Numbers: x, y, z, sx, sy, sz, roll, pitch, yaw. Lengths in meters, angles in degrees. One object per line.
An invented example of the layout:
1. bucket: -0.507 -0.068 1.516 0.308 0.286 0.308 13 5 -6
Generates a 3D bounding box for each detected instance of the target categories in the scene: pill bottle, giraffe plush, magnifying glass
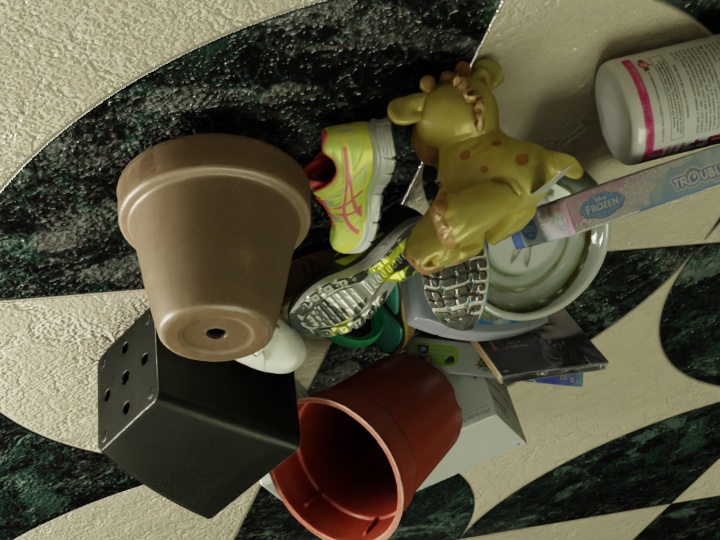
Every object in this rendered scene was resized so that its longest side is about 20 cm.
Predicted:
1. pill bottle: 0.360 -0.187 1.431 0.199 0.114 0.114 -14 150 -7
2. giraffe plush: 0.105 -0.116 1.353 0.172 0.163 0.200 -20 164 -48
3. magnifying glass: -0.064 0.055 1.646 0.199 0.080 0.022 5 143 -26

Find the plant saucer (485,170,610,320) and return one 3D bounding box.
1. plant saucer: 0.197 -0.041 1.599 0.199 0.050 0.201 -8 113 -18

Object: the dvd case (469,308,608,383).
1. dvd case: 0.199 0.069 1.693 0.148 0.200 0.016 -6 124 -21

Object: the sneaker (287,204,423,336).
1. sneaker: 0.000 0.000 1.535 0.200 0.085 0.075 -34 123 -3

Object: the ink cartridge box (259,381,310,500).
1. ink cartridge box: -0.086 0.248 1.878 0.083 0.145 0.200 -24 150 8

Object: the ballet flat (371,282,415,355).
1. ballet flat: 0.057 0.042 1.699 0.063 0.069 0.200 -26 155 -19

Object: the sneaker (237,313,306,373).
1. sneaker: -0.145 0.057 1.493 0.200 0.085 0.073 35 95 -14

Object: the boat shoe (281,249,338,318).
1. boat shoe: -0.104 0.032 1.583 0.199 0.072 0.065 -12 154 -6

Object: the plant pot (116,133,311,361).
1. plant pot: -0.145 -0.011 1.352 0.199 0.175 0.201 -3 147 -2

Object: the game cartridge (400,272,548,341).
1. game cartridge: 0.138 0.018 1.630 0.199 0.134 0.040 2 163 -32

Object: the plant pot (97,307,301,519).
1. plant pot: -0.207 0.153 1.621 0.177 0.201 0.199 20 134 -34

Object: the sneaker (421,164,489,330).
1. sneaker: 0.121 -0.034 1.489 0.078 0.201 0.090 -2 174 30

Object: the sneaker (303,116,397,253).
1. sneaker: -0.021 -0.091 1.435 0.090 0.078 0.200 -1 142 -12

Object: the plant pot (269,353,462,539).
1. plant pot: 0.019 0.208 1.683 0.195 0.201 0.201 -33 170 -49

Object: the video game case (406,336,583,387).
1. video game case: 0.182 0.122 1.794 0.181 0.046 0.200 5 176 27

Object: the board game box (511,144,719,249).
1. board game box: 0.282 -0.079 1.476 0.199 0.044 0.199 -19 179 -12

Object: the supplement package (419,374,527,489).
1. supplement package: 0.118 0.226 1.989 0.199 0.111 0.156 -26 150 12
